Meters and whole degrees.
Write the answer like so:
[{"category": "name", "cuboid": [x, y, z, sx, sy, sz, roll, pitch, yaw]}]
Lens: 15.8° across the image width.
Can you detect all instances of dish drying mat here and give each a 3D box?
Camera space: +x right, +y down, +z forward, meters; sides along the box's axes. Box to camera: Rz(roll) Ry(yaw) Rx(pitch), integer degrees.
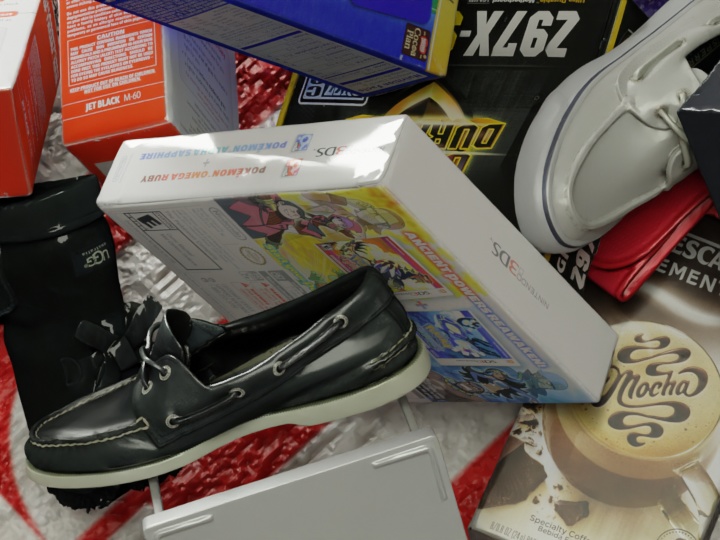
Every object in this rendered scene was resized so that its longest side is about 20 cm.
[{"category": "dish drying mat", "cuboid": [0.100, -0.061, 1.356, 0.077, 0.018, 0.200, -48, 45, 1]}]

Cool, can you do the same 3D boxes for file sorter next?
[{"category": "file sorter", "cuboid": [-0.013, 0.165, 1.247, 0.138, 0.125, 0.200, -17, 110, -2]}]

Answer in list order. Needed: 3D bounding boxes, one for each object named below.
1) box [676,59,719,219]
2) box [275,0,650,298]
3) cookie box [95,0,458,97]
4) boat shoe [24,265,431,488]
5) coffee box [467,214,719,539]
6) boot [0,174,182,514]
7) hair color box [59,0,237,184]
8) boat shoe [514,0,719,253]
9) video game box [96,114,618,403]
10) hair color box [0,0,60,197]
[{"category": "box", "cuboid": [0.270, -0.054, 1.273, 0.104, 0.200, 0.182, 7, 46, 43]}, {"category": "box", "cuboid": [0.044, -0.068, 1.354, 0.200, 0.049, 0.160, 5, 67, 38]}, {"category": "cookie box", "cuboid": [-0.040, -0.198, 1.299, 0.200, 0.075, 0.172, 17, 77, -35]}, {"category": "boat shoe", "cuboid": [-0.071, 0.046, 1.216, 0.199, 0.075, 0.066, -14, 115, 10]}, {"category": "coffee box", "cuboid": [0.146, 0.072, 1.334, 0.113, 0.080, 0.200, 21, 74, 12]}, {"category": "boot", "cuboid": [-0.167, 0.037, 1.352, 0.073, 0.198, 0.163, -23, 102, -34]}, {"category": "hair color box", "cuboid": [-0.113, -0.136, 1.377, 0.064, 0.111, 0.200, -11, 63, 15]}, {"category": "boat shoe", "cuboid": [0.151, -0.076, 1.271, 0.066, 0.072, 0.200, 2, 32, 45]}, {"category": "video game box", "cuboid": [0.000, 0.000, 1.269, 0.182, 0.200, 0.047, 0, 59, 40]}, {"category": "hair color box", "cuboid": [-0.220, -0.099, 1.356, 0.111, 0.200, 0.064, -5, 116, 2]}]
